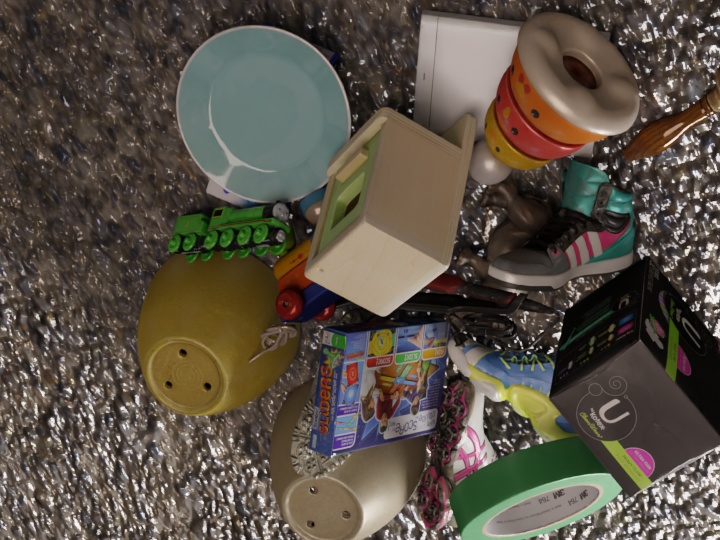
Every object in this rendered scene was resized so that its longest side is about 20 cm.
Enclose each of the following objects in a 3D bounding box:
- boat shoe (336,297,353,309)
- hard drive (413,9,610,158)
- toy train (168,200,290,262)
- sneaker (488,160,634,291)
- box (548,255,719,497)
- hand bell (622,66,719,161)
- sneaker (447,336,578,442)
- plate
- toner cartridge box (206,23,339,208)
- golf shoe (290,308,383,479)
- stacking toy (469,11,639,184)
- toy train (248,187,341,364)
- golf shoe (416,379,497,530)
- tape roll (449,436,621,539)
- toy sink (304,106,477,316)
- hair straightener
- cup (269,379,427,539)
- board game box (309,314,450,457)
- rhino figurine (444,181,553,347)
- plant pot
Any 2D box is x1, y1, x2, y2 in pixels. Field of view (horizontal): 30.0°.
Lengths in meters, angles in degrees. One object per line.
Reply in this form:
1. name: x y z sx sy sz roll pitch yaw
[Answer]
1. boat shoe: 0.000 0.000 1.539 0.198 0.062 0.076 -20 103 20
2. hard drive: 0.157 -0.198 1.426 0.197 0.027 0.134 9 117 10
3. toy train: -0.148 -0.044 1.517 0.198 0.057 0.042 -5 152 46
4. sneaker: 0.217 -0.051 1.406 0.083 0.198 0.123 24 119 46
5. box: 0.299 0.110 1.436 0.124 0.200 0.149 -37 102 26
6. hand bell: 0.351 -0.166 1.374 0.199 0.104 0.104 -31 105 38
7. sneaker: 0.200 0.117 1.550 0.199 0.076 0.105 38 100 -5
8. plate: -0.104 -0.170 1.458 0.197 0.026 0.203 5 116 10
9. toner cartridge box: -0.099 -0.162 1.499 0.094 0.043 0.202 22 118 4
10. golf shoe: -0.027 0.144 1.560 0.078 0.097 0.202 26 81 -9
11. stacking toy: 0.176 -0.149 1.374 0.145 0.147 0.200 37 134 -5
12. toy train: -0.079 0.004 1.500 0.199 0.084 0.117 -35 70 25
13. golf shoe: 0.125 0.216 1.612 0.091 0.073 0.203 -5 120 -25
14. tape roll: 0.202 0.256 1.545 0.199 0.199 0.049 -33 59 25
15. toy sink: 0.030 -0.081 1.389 0.111 0.202 0.130 27 145 -19
16. hair straightener: 0.122 0.046 1.470 0.197 0.041 0.078 9 118 23
17. cup: -0.028 0.248 1.619 0.197 0.144 0.203 5 116 11
18. board game box: 0.026 0.125 1.500 0.034 0.199 0.138 13 100 37
19. rhino figurine: 0.149 -0.001 1.491 0.086 0.060 0.202 22 108 3
20. plant pot: -0.184 0.091 1.585 0.197 0.142 0.203 6 117 12
